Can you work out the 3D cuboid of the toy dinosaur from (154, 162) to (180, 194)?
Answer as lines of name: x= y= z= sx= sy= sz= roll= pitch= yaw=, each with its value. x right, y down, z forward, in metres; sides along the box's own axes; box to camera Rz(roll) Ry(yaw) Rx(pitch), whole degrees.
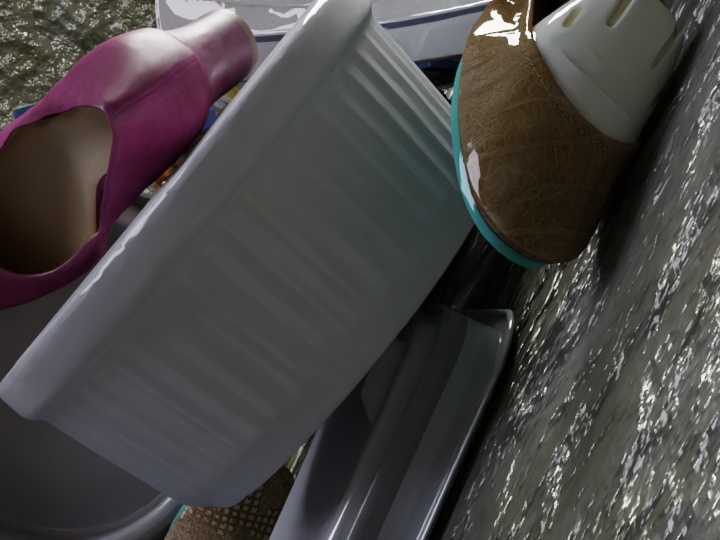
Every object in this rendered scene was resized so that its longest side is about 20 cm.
toy dinosaur: x=-0.083 y=-0.036 z=1.339 sx=0.200 sy=0.135 sz=0.103 roll=37 pitch=-125 yaw=-56

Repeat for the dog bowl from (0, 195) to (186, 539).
dog bowl: x=-0.141 y=0.054 z=0.996 sx=0.059 sy=0.199 sz=0.201 roll=66 pitch=-132 yaw=-79

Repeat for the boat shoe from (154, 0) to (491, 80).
boat shoe: x=0.001 y=-0.120 z=0.866 sx=0.071 sy=0.198 sz=0.070 roll=-24 pitch=-71 yaw=-59

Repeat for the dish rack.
dish rack: x=-0.011 y=0.099 z=0.793 sx=0.201 sy=0.043 sz=0.172 roll=-65 pitch=6 yaw=-5

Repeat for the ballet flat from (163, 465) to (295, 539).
ballet flat: x=-0.073 y=0.173 z=0.978 sx=0.201 sy=0.070 sz=0.066 roll=-63 pitch=34 yaw=36

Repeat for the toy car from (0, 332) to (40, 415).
toy car: x=-0.107 y=0.097 z=1.104 sx=0.200 sy=0.174 sz=0.151 roll=108 pitch=144 yaw=-57

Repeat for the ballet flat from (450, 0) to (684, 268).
ballet flat: x=0.077 y=-0.077 z=0.709 sx=0.072 sy=0.068 sz=0.200 roll=-39 pitch=16 yaw=27

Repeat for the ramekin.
ramekin: x=-0.036 y=-0.003 z=0.775 sx=0.203 sy=0.094 sz=0.202 roll=-50 pitch=5 yaw=6

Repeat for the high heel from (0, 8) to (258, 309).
high heel: x=-0.126 y=-0.031 z=0.811 sx=0.200 sy=0.068 sz=0.096 roll=-43 pitch=-2 yaw=35

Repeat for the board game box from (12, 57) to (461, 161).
board game box: x=-0.046 y=-0.085 z=0.997 sx=0.135 sy=0.198 sz=0.035 roll=-13 pitch=-91 yaw=-74

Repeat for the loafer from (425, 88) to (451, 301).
loafer: x=0.000 y=0.000 z=0.921 sx=0.068 sy=0.070 sz=0.201 roll=-68 pitch=2 yaw=-47
